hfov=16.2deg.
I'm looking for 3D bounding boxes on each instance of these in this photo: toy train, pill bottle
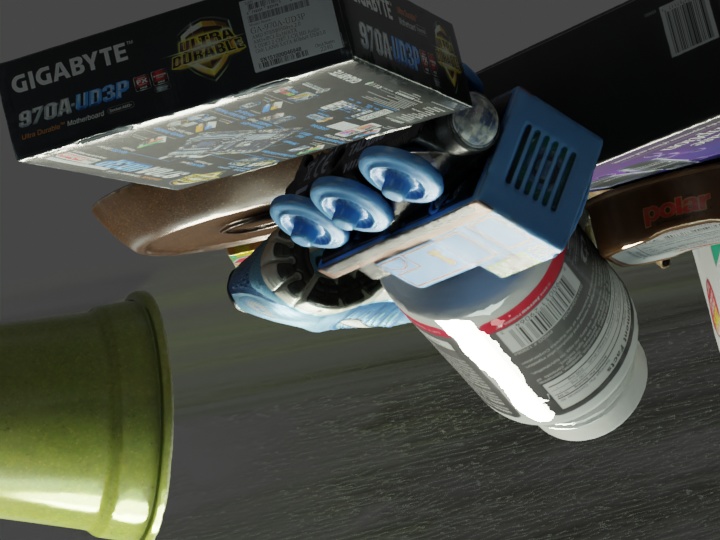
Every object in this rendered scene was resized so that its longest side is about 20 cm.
[{"bbox_3d":[0.034,-0.043,1.322,0.114,0.087,0.200,31,156,-18],"label":"toy train"},{"bbox_3d":[0.097,0.023,1.485,0.110,0.111,0.200,-16,145,20],"label":"pill bottle"}]

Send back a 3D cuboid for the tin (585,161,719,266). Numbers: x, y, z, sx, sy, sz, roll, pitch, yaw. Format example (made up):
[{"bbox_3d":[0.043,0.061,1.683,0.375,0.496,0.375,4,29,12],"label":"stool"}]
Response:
[{"bbox_3d":[0.192,-0.033,1.475,0.112,0.042,0.200,-10,176,11],"label":"tin"}]

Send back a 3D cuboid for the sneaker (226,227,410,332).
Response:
[{"bbox_3d":[0.000,0.000,1.574,0.199,0.079,0.090,4,162,-41],"label":"sneaker"}]

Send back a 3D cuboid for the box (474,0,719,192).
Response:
[{"bbox_3d":[0.174,-0.100,1.337,0.141,0.079,0.200,-12,174,-38],"label":"box"}]

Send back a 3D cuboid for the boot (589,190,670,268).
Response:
[{"bbox_3d":[0.186,-0.054,1.652,0.074,0.076,0.200,-37,163,5],"label":"boot"}]

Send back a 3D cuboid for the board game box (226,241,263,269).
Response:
[{"bbox_3d":[0.005,-0.038,1.764,0.199,0.030,0.096,-16,174,-1],"label":"board game box"}]

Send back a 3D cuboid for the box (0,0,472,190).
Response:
[{"bbox_3d":[-0.050,-0.082,1.142,0.158,0.046,0.200,-15,174,16],"label":"box"}]

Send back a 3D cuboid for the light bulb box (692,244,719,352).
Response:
[{"bbox_3d":[0.325,-0.050,1.672,0.199,0.125,0.198,-13,158,-2],"label":"light bulb box"}]

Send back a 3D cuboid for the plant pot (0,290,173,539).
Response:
[{"bbox_3d":[-0.255,0.115,1.927,0.183,0.201,0.200,1,170,-18],"label":"plant pot"}]

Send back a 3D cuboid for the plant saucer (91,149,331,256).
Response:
[{"bbox_3d":[-0.062,-0.043,1.532,0.199,0.035,0.200,-14,173,-2],"label":"plant saucer"}]

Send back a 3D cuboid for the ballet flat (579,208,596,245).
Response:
[{"bbox_3d":[0.112,-0.037,1.557,0.068,0.069,0.200,-27,159,-3],"label":"ballet flat"}]
